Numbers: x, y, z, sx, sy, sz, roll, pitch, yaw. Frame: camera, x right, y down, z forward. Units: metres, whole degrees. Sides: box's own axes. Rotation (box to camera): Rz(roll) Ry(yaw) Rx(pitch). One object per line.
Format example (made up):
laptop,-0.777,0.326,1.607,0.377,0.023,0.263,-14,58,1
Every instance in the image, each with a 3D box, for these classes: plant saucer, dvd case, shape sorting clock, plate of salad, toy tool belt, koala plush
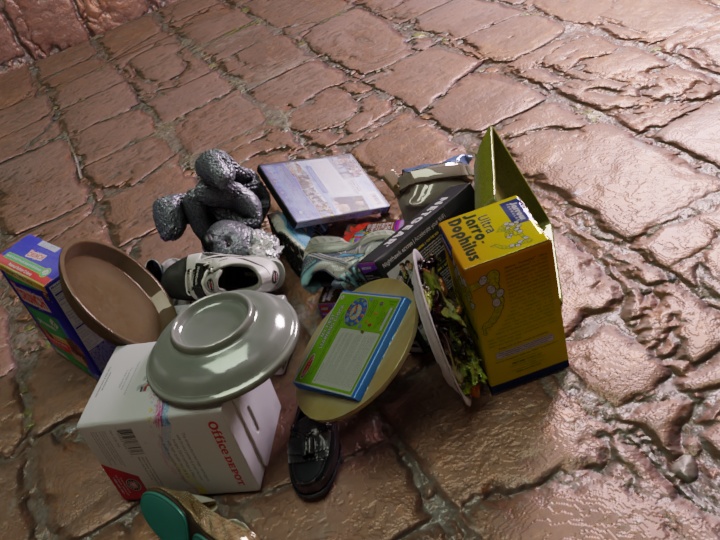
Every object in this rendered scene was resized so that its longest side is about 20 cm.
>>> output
plant saucer,-0.342,0.038,1.150,0.029,0.199,0.201,-42,32,17
plant saucer,-0.173,0.077,0.995,0.197,0.051,0.202,-12,35,8
dvd case,-0.062,-0.139,1.395,0.198,0.018,0.143,-12,54,-35
plant saucer,0.215,-0.074,1.158,0.047,0.201,0.201,-25,31,24
shape sorting clock,-0.006,0.096,1.005,0.198,0.039,0.202,-30,37,26
plate of salad,0.109,0.065,0.999,0.047,0.202,0.201,-20,34,11
toy tool belt,0.141,-0.134,1.286,0.197,0.126,0.124,-13,48,-16
koala plush,-0.207,-0.056,1.327,0.177,0.183,0.202,-40,56,23

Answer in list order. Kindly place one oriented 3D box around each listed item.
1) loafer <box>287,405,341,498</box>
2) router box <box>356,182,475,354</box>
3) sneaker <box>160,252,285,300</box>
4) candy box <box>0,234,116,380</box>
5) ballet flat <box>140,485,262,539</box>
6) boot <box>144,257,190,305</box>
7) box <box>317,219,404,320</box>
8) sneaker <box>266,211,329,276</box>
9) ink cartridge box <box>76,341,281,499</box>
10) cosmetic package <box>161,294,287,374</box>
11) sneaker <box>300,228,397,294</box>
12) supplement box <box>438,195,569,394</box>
loafer,-0.060,0.189,1.032,0.071,0.064,0.201,-10,36,14
router box,0.110,-0.004,1.133,0.199,0.151,0.051,-38,17,-26
sneaker,-0.219,0.009,1.218,0.196,0.076,0.088,-7,4,15
candy box,-0.455,0.058,1.270,0.168,0.202,0.077,18,48,41
ballet flat,-0.179,0.303,0.952,0.198,0.072,0.065,22,24,40
boot,-0.324,0.015,1.358,0.072,0.097,0.201,-18,35,0
box,0.023,-0.004,1.272,0.134,0.040,0.201,-4,38,19
sneaker,-0.090,-0.059,1.367,0.089,0.079,0.200,-23,36,-12
ink cartridge box,-0.221,0.185,1.041,0.196,0.147,0.146,-7,36,15
cosmetic package,-0.200,0.101,1.209,0.196,0.075,0.102,-8,37,17
sneaker,0.000,0.000,1.196,0.197,0.078,0.087,-6,49,29
supplement box,0.179,0.032,1.013,0.108,0.202,0.109,-19,34,-2
